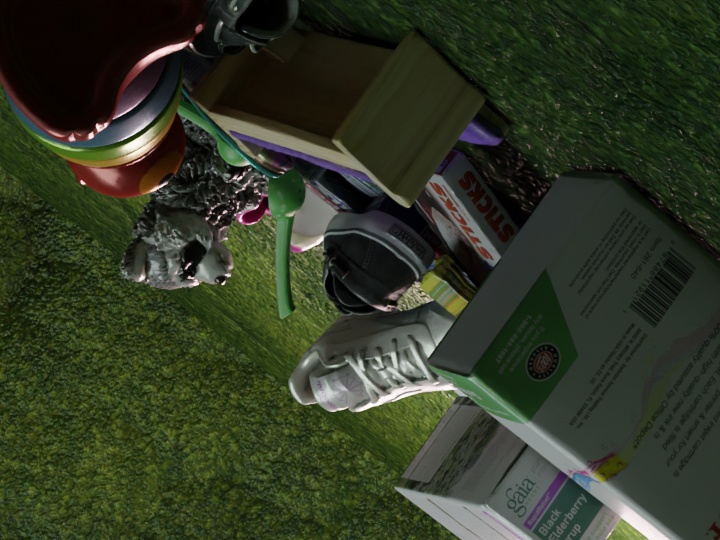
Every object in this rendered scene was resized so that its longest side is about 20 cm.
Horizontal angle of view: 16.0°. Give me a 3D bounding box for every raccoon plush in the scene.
[{"bbox_3d":[-0.136,-0.079,1.818,0.097,0.134,0.200,32,-157,-56],"label":"raccoon plush"}]

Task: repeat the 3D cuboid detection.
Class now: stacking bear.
[{"bbox_3d":[-0.152,-0.107,1.521,0.114,0.121,0.200,40,167,17],"label":"stacking bear"}]

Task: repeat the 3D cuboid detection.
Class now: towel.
[{"bbox_3d":[0.122,0.061,1.618,0.200,0.018,0.086,38,173,0],"label":"towel"}]

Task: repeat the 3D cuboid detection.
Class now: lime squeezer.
[{"bbox_3d":[-0.080,-0.066,1.725,0.071,0.038,0.200,-25,106,41],"label":"lime squeezer"}]

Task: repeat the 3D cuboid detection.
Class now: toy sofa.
[{"bbox_3d":[-0.008,-0.094,1.549,0.098,0.083,0.200,43,168,-31],"label":"toy sofa"}]

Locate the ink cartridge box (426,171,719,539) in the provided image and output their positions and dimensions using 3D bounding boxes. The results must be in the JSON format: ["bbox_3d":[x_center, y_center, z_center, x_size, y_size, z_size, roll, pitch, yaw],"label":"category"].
[{"bbox_3d":[0.164,0.059,1.486,0.200,0.145,0.084,39,172,-16],"label":"ink cartridge box"}]

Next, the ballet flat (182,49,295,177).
[{"bbox_3d":[-0.099,-0.143,1.693,0.200,0.071,0.069,43,-170,34],"label":"ballet flat"}]

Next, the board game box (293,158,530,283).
[{"bbox_3d":[0.014,-0.056,1.759,0.200,0.062,0.200,37,171,-5],"label":"board game box"}]

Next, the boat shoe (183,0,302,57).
[{"bbox_3d":[-0.071,-0.159,1.498,0.071,0.072,0.200,40,170,8],"label":"boat shoe"}]

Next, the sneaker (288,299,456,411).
[{"bbox_3d":[0.028,0.066,1.740,0.200,0.100,0.075,-9,115,56],"label":"sneaker"}]

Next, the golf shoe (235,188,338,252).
[{"bbox_3d":[-0.087,-0.092,1.876,0.200,0.092,0.075,36,173,17],"label":"golf shoe"}]

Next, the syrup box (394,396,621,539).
[{"bbox_3d":[0.099,0.134,1.622,0.081,0.079,0.200,38,170,-12],"label":"syrup box"}]

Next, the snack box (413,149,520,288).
[{"bbox_3d":[0.088,-0.004,1.605,0.072,0.024,0.200,20,154,55],"label":"snack box"}]

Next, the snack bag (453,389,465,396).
[{"bbox_3d":[0.132,0.117,1.871,0.200,0.021,0.189,26,-168,-42],"label":"snack bag"}]

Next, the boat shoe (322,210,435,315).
[{"bbox_3d":[0.000,0.000,1.711,0.069,0.057,0.200,37,172,-4],"label":"boat shoe"}]
